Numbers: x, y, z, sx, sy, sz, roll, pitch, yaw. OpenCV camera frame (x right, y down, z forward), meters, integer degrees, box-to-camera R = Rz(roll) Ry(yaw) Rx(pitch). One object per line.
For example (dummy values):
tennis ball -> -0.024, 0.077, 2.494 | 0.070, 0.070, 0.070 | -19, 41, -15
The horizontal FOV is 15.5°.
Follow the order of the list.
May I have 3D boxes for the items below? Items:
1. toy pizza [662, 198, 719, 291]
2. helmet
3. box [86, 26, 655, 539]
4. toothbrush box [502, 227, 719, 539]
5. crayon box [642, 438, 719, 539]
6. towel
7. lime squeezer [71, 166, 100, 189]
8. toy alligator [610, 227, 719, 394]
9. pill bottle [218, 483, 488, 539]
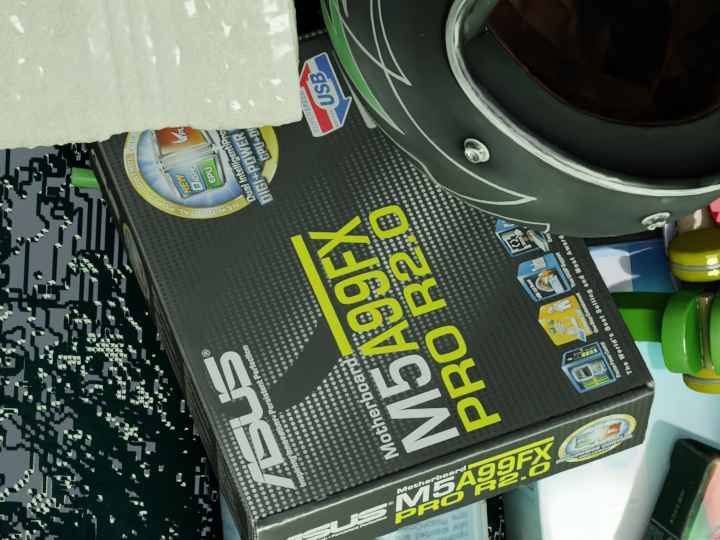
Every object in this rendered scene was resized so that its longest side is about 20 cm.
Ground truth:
toy pizza -> 0.218, -0.026, 1.048 | 0.199, 0.032, 0.201 | 0, 93, -9
helmet -> 0.075, -0.114, 0.947 | 0.199, 0.200, 0.191 | 8, 120, -7
box -> 0.000, 0.000, 1.009 | 0.160, 0.044, 0.200 | -17, 60, -12
toothbrush box -> 0.135, 0.080, 1.102 | 0.146, 0.085, 0.201 | -6, 97, -8
crayon box -> 0.200, 0.160, 1.051 | 0.199, 0.051, 0.127 | 20, 93, -11
towel -> -0.094, -0.136, 0.940 | 0.132, 0.035, 0.201 | -5, 122, 1
lime squeezer -> -0.018, -0.060, 1.096 | 0.200, 0.038, 0.071 | -30, 97, -3
toy alligator -> 0.182, 0.016, 1.001 | 0.199, 0.054, 0.059 | -5, 111, 8
pill bottle -> -0.001, 0.122, 1.077 | 0.108, 0.109, 0.201 | -5, 95, -6
